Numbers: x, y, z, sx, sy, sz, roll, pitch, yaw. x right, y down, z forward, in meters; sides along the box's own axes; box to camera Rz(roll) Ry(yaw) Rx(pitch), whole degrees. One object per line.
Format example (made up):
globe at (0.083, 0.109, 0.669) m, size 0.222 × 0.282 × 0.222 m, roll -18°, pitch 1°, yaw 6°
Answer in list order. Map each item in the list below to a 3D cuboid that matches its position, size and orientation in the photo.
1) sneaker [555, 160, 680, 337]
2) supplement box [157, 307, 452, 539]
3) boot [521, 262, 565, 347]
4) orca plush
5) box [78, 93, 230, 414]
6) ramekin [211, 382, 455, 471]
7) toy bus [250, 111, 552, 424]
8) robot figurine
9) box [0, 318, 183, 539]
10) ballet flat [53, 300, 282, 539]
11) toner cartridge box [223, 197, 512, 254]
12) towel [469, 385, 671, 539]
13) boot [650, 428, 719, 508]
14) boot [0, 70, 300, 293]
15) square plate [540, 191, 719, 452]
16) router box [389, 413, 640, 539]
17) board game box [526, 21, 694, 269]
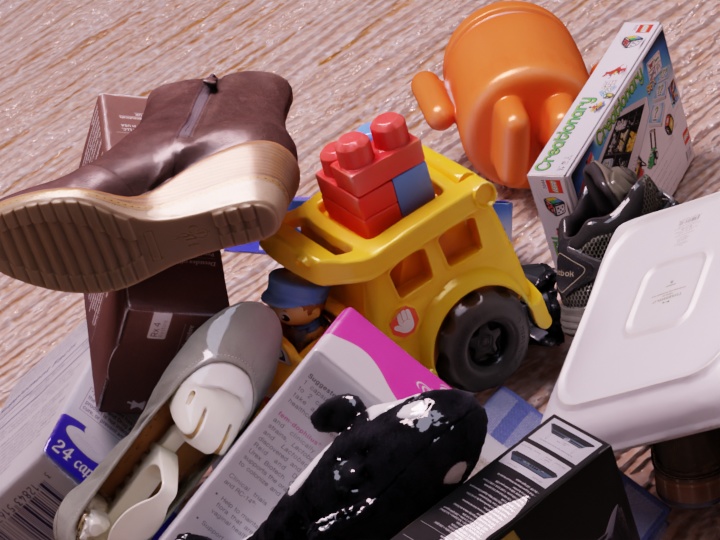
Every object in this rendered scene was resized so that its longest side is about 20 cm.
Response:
sneaker at (0.222, -0.030, 1.602) m, size 0.199 × 0.115 × 0.076 m, roll -15°, pitch 12°, yaw -21°
supplement box at (-0.037, 0.135, 1.367) m, size 0.200 × 0.103 × 0.101 m, roll -53°, pitch -1°, yaw 18°
boot at (0.057, 0.023, 1.670) m, size 0.162 × 0.074 × 0.198 m, roll -8°, pitch 10°, yaw -6°
orca plush at (-0.022, 0.128, 1.263) m, size 0.200 × 0.106 × 0.071 m, roll -19°, pitch -1°, yaw 25°
box at (-0.138, -0.012, 1.489) m, size 0.075 × 0.100 × 0.200 m, roll 6°, pitch 45°, yaw -17°
ramekin at (-0.003, 0.134, 1.524) m, size 0.200 × 0.098 × 0.201 m, roll -14°, pitch 34°, yaw 9°
toy bus at (0.000, 0.000, 1.452) m, size 0.200 × 0.192 × 0.136 m, roll -33°, pitch 37°, yaw -18°
robot figurine at (0.130, -0.143, 1.838) m, size 0.144 × 0.117 × 0.200 m, roll -36°, pitch 31°, yaw 15°
box at (-0.187, 0.128, 1.555) m, size 0.184 × 0.105 × 0.200 m, roll -39°, pitch 18°, yaw 39°
ballet flat at (-0.110, 0.109, 1.389) m, size 0.200 × 0.067 × 0.064 m, roll -50°, pitch 27°, yaw 6°
toner cartridge box at (0.006, -0.033, 1.701) m, size 0.199 × 0.043 × 0.095 m, roll 0°, pitch 4°, yaw -32°
towel at (0.091, 0.177, 1.408) m, size 0.147 × 0.024 × 0.200 m, roll 37°, pitch 55°, yaw 7°
boot at (0.207, 0.063, 1.498) m, size 0.074 × 0.097 × 0.200 m, roll -11°, pitch 26°, yaw 1°
boot at (-0.136, -0.061, 1.431) m, size 0.199 × 0.073 × 0.167 m, roll -6°, pitch 33°, yaw 2°
square plate at (0.195, 0.021, 1.404) m, size 0.200 × 0.028 × 0.198 m, roll -20°, pitch 38°, yaw 49°
router box at (0.092, 0.206, 1.274) m, size 0.157 × 0.200 × 0.052 m, roll -35°, pitch 35°, yaw -22°
board game box at (0.190, -0.079, 1.700) m, size 0.035 × 0.127 × 0.200 m, roll 3°, pitch 39°, yaw 31°
